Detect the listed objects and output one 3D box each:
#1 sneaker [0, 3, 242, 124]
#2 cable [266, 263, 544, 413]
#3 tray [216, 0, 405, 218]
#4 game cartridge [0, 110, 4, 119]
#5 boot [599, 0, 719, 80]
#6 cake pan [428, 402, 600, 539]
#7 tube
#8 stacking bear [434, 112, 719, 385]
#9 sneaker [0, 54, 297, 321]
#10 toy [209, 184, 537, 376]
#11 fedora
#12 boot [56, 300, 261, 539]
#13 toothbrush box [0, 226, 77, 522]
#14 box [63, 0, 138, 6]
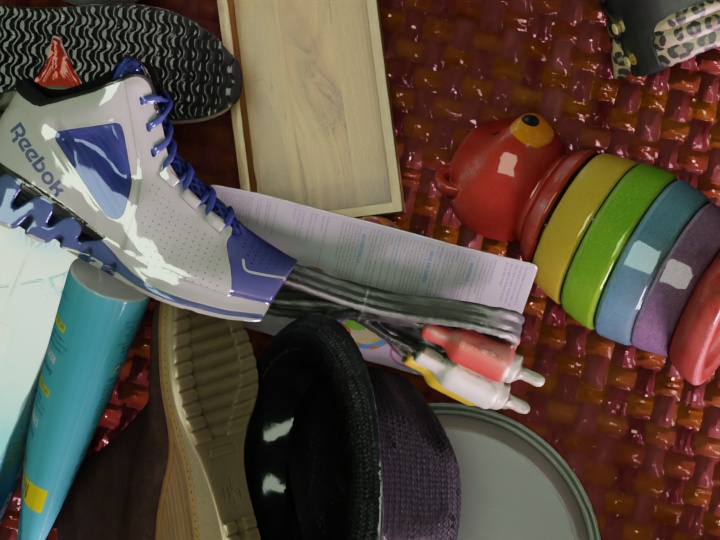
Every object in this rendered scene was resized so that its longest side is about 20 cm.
[{"bbox_3d":[-0.173,-0.129,1.405,0.200,0.093,0.070,4,93,-6],"label":"sneaker"},{"bbox_3d":[0.015,0.035,1.343,0.200,0.097,0.050,17,68,-10],"label":"cable"},{"bbox_3d":[-0.033,-0.129,1.417,0.099,0.037,0.200,-7,89,5],"label":"tray"},{"bbox_3d":[-0.214,-0.078,1.380,0.200,0.133,0.042,11,90,-4],"label":"game cartridge"},{"bbox_3d":[0.139,-0.188,1.379,0.200,0.073,0.151,-18,100,21],"label":"boot"},{"bbox_3d":[0.049,0.182,1.403,0.200,0.037,0.200,0,89,5],"label":"cake pan"},{"bbox_3d":[-0.177,0.087,1.370,0.050,0.077,0.200,17,116,-10],"label":"tube"},{"bbox_3d":[0.143,-0.026,1.365,0.200,0.121,0.114,30,133,16],"label":"stacking bear"},{"bbox_3d":[-0.121,-0.055,1.279,0.199,0.081,0.115,24,100,-5],"label":"sneaker"},{"bbox_3d":[0.000,0.000,1.390,0.200,0.115,0.047,12,46,-2],"label":"toy"},{"bbox_3d":[-0.001,0.127,1.332,0.092,0.201,0.201,5,89,-29],"label":"fedora"},{"bbox_3d":[-0.136,0.109,1.375,0.166,0.072,0.200,-14,82,43],"label":"boot"},{"bbox_3d":[-0.259,0.043,1.410,0.146,0.085,0.200,24,90,4],"label":"toothbrush box"},{"bbox_3d":[-0.141,-0.288,1.333,0.199,0.171,0.200,-26,79,18],"label":"box"}]
